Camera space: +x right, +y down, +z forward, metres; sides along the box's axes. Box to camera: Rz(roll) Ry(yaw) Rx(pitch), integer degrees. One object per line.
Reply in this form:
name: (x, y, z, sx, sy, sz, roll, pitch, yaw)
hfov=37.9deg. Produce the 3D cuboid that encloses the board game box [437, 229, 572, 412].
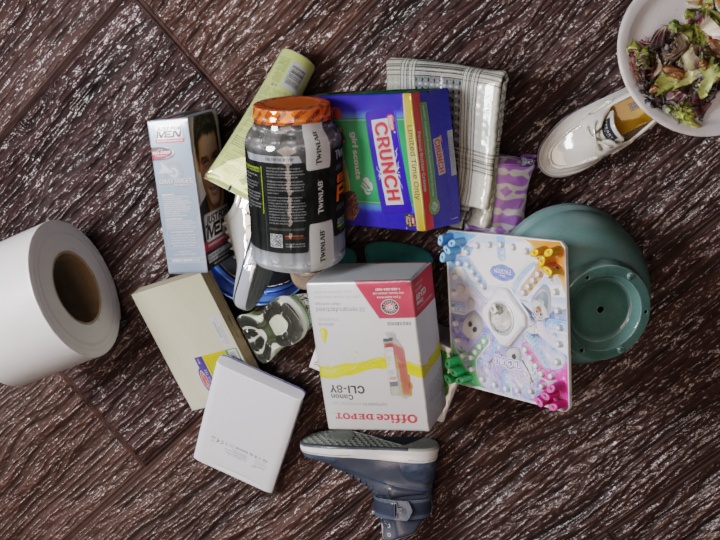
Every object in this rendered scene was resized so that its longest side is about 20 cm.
board game box: (0.170, 0.058, 1.274, 0.199, 0.026, 0.202, 9, 106, 51)

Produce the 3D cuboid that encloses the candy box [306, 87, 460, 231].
candy box: (0.024, -0.142, 1.327, 0.199, 0.077, 0.171, 7, 109, 44)

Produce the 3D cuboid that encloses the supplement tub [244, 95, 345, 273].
supplement tub: (-0.081, -0.108, 1.304, 0.121, 0.123, 0.202, 3, 111, 13)

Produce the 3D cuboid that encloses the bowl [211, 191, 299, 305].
bowl: (-0.144, -0.054, 1.459, 0.198, 0.039, 0.203, 4, 106, 14)

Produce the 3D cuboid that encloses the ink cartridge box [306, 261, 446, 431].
ink cartridge box: (0.023, 0.097, 1.333, 0.144, 0.083, 0.202, -2, 107, 22)

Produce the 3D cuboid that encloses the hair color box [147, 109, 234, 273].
hair color box: (-0.222, -0.106, 1.390, 0.060, 0.099, 0.202, -2, 104, 15)

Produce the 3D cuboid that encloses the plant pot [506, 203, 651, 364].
plant pot: (0.274, 0.031, 1.288, 0.198, 0.134, 0.203, -3, 107, -11)

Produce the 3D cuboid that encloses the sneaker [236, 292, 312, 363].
sneaker: (-0.101, 0.071, 1.442, 0.200, 0.088, 0.078, -22, 95, 59)

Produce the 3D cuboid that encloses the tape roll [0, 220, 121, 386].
tape roll: (-0.453, 0.046, 1.479, 0.138, 0.203, 0.204, -21, 99, 19)

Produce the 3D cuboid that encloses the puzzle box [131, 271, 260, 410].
puzzle box: (-0.230, 0.101, 1.504, 0.132, 0.025, 0.202, -15, 109, 28)

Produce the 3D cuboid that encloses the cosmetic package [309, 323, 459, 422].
cosmetic package: (0.043, 0.112, 1.431, 0.198, 0.085, 0.109, 20, 107, 7)

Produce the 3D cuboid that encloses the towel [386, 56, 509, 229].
towel: (0.096, -0.161, 1.328, 0.191, 0.034, 0.202, 18, 112, 39)

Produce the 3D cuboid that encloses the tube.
tube: (-0.126, -0.191, 1.365, 0.058, 0.052, 0.201, 16, 76, 44)

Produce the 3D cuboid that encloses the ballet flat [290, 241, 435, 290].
ballet flat: (0.000, 0.000, 1.417, 0.198, 0.069, 0.068, 3, 136, -7)

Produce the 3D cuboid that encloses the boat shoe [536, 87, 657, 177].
boat shoe: (0.305, -0.176, 1.294, 0.199, 0.070, 0.071, -28, 97, 19)

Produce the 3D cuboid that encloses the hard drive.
hard drive: (-0.163, 0.224, 1.513, 0.131, 0.025, 0.201, 23, 127, 6)

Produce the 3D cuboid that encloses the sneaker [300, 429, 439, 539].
sneaker: (0.009, 0.308, 1.497, 0.200, 0.077, 0.148, 5, 103, 12)

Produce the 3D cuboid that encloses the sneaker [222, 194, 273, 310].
sneaker: (-0.149, -0.049, 1.410, 0.070, 0.073, 0.202, 16, 99, 19)

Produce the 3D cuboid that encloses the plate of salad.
plate of salad: (0.399, -0.257, 1.226, 0.198, 0.048, 0.203, 1, 83, -4)

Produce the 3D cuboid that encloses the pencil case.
pencil case: (0.177, -0.057, 1.358, 0.084, 0.085, 0.202, 25, 114, 46)
